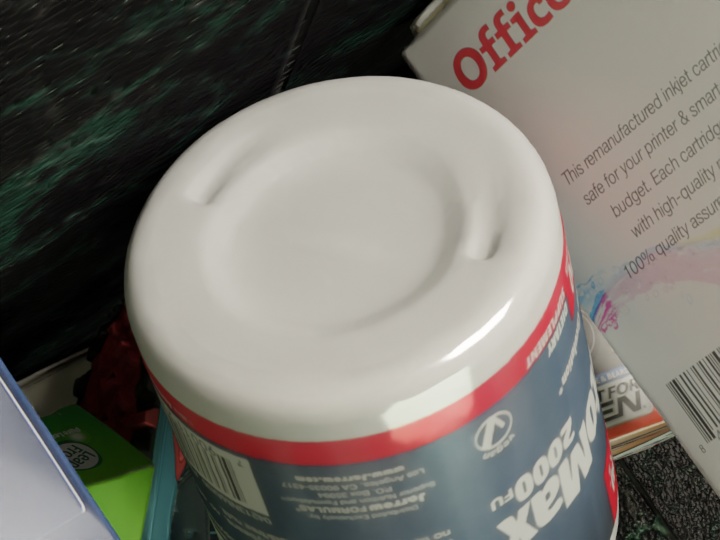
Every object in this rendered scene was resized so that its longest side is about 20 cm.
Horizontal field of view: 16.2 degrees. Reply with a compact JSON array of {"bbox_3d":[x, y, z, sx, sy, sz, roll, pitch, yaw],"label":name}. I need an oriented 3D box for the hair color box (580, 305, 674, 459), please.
[{"bbox_3d":[0.083,0.042,0.944,0.111,0.064,0.200,-19,170,-16],"label":"hair color box"}]

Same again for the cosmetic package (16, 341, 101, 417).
[{"bbox_3d":[-0.135,0.119,0.956,0.200,0.105,0.071,-37,175,38],"label":"cosmetic package"}]

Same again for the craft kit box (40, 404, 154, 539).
[{"bbox_3d":[-0.161,0.154,0.749,0.197,0.048,0.200,-18,129,-46],"label":"craft kit box"}]

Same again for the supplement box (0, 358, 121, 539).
[{"bbox_3d":[-0.173,0.108,0.509,0.200,0.134,0.200,-29,172,-36],"label":"supplement box"}]

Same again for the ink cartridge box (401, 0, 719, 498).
[{"bbox_3d":[0.125,-0.033,0.697,0.087,0.200,0.145,-33,174,-41],"label":"ink cartridge box"}]

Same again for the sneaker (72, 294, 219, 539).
[{"bbox_3d":[-0.046,0.098,0.847,0.095,0.201,0.079,2,174,-29],"label":"sneaker"}]

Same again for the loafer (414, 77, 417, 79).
[{"bbox_3d":[0.051,-0.041,0.830,0.200,0.071,0.073,-34,174,-8],"label":"loafer"}]

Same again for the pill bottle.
[{"bbox_3d":[0.013,0.052,0.734,0.119,0.120,0.200,-33,140,-13],"label":"pill bottle"}]
